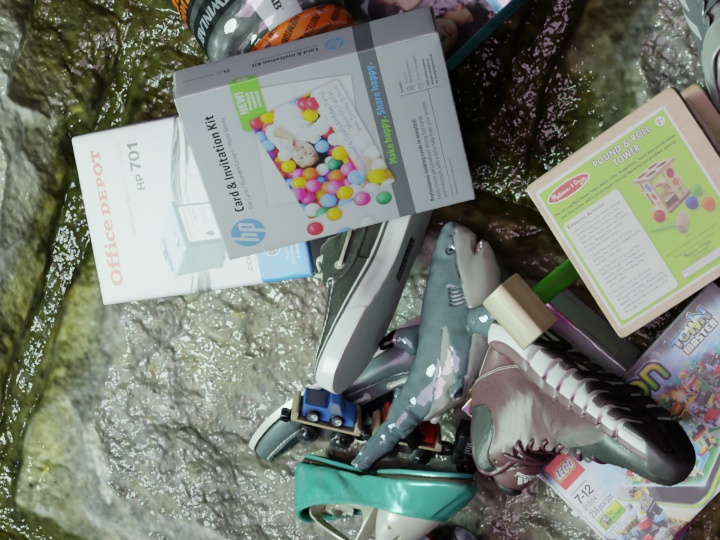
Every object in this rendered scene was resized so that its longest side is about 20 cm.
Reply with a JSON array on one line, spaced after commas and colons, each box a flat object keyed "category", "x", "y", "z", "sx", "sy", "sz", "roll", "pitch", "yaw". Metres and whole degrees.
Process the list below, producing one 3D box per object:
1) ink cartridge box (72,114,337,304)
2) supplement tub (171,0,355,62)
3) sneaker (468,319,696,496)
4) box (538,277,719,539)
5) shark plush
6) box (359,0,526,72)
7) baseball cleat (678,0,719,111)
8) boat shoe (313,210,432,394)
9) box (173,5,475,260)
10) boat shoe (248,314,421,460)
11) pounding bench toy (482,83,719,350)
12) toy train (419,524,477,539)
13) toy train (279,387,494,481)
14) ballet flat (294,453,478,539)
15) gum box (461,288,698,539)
[{"category": "ink cartridge box", "x": -0.124, "y": -0.059, "z": 1.412, "sx": 0.198, "sy": 0.086, "sz": 0.148, "roll": -9, "pitch": 97, "yaw": 22}, {"category": "supplement tub", "x": -0.091, "y": -0.233, "z": 1.322, "sx": 0.122, "sy": 0.122, "sz": 0.201, "roll": -43, "pitch": 67, "yaw": 23}, {"category": "sneaker", "x": 0.149, "y": 0.127, "z": 1.230, "sx": 0.200, "sy": 0.075, "sz": 0.117, "roll": 40, "pitch": 112, "yaw": 45}, {"category": "box", "x": 0.233, "y": 0.113, "z": 1.252, "sx": 0.110, "sy": 0.035, "sz": 0.200, "roll": 43, "pitch": 110, "yaw": 9}, {"category": "shark plush", "x": 0.054, "y": 0.067, "z": 1.342, "sx": 0.083, "sy": 0.091, "sz": 0.201, "roll": 31, "pitch": 100, "yaw": 6}, {"category": "box", "x": 0.099, "y": -0.239, "z": 1.304, "sx": 0.200, "sy": 0.049, "sz": 0.083, "roll": -42, "pitch": 83, "yaw": 23}, {"category": "baseball cleat", "x": 0.259, "y": -0.200, "z": 1.215, "sx": 0.069, "sy": 0.106, "sz": 0.202, "roll": -21, "pitch": 97, "yaw": 11}, {"category": "boat shoe", "x": 0.000, "y": 0.000, "z": 1.349, "sx": 0.063, "sy": 0.071, "sz": 0.202, "roll": 18, "pitch": 71, "yaw": 19}, {"category": "box", "x": -0.025, "y": -0.100, "z": 1.274, "sx": 0.197, "sy": 0.041, "sz": 0.157, "roll": -13, "pitch": 129, "yaw": 4}, {"category": "boat shoe", "x": -0.006, "y": 0.110, "z": 1.402, "sx": 0.199, "sy": 0.073, "sz": 0.062, "roll": -36, "pitch": 82, "yaw": 19}, {"category": "pounding bench toy", "x": 0.191, "y": -0.028, "z": 1.243, "sx": 0.199, "sy": 0.156, "sz": 0.125, "roll": -35, "pitch": 85, "yaw": 19}, {"category": "toy train", "x": 0.023, "y": 0.293, "z": 1.400, "sx": 0.085, "sy": 0.114, "sz": 0.200, "roll": 43, "pitch": 113, "yaw": 9}, {"category": "toy train", "x": 0.034, "y": 0.128, "z": 1.366, "sx": 0.197, "sy": 0.034, "sz": 0.046, "roll": 12, "pitch": 124, "yaw": -7}, {"category": "ballet flat", "x": 0.018, "y": 0.192, "z": 1.380, "sx": 0.199, "sy": 0.067, "sz": 0.071, "roll": -1, "pitch": 77, "yaw": 48}, {"category": "gum box", "x": 0.193, "y": 0.124, "z": 1.324, "sx": 0.200, "sy": 0.066, "sz": 0.114, "roll": 41, "pitch": 111, "yaw": 10}]
